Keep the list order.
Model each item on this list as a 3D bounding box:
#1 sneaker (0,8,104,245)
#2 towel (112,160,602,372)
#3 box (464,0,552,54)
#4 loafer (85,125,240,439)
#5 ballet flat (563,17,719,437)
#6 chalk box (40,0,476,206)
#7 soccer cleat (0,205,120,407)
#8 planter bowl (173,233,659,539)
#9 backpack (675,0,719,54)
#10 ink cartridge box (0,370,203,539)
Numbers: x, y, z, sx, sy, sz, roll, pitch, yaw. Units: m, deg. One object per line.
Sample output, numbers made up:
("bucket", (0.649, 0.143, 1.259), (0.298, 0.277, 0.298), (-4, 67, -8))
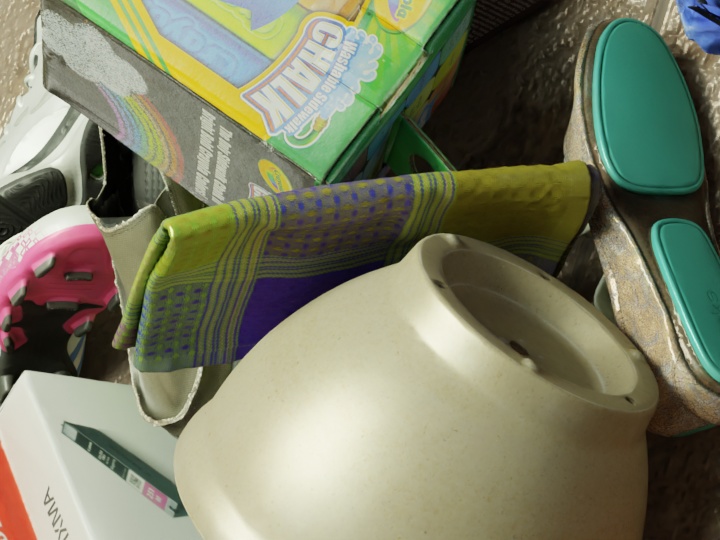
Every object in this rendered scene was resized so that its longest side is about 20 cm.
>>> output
("sneaker", (-0.172, -0.074, 1.475), (0.200, 0.076, 0.116), (-42, 41, 15))
("towel", (0.000, 0.000, 1.145), (0.144, 0.199, 0.023), (118, 142, -60))
("box", (0.040, -0.167, 1.289), (0.200, 0.075, 0.101), (-31, 56, 35))
("loafer", (-0.102, -0.016, 1.268), (0.075, 0.069, 0.201), (-1, 95, 48))
("ballet flat", (0.120, -0.017, 1.161), (0.067, 0.068, 0.201), (-46, 45, 46))
("chalk box", (-0.028, -0.092, 1.171), (0.200, 0.124, 0.124), (35, 72, 5))
("soccer cleat", (-0.170, 0.005, 1.383), (0.200, 0.069, 0.087), (120, 143, -55))
("planter bowl", (0.041, 0.072, 1.095), (0.135, 0.200, 0.200), (-57, 45, 21))
("backpack", (0.185, -0.145, 0.968), (0.162, 0.200, 0.169), (11, 66, 3))
("ink cartridge box", (-0.141, 0.132, 1.278), (0.044, 0.173, 0.200), (-53, 45, 29))
